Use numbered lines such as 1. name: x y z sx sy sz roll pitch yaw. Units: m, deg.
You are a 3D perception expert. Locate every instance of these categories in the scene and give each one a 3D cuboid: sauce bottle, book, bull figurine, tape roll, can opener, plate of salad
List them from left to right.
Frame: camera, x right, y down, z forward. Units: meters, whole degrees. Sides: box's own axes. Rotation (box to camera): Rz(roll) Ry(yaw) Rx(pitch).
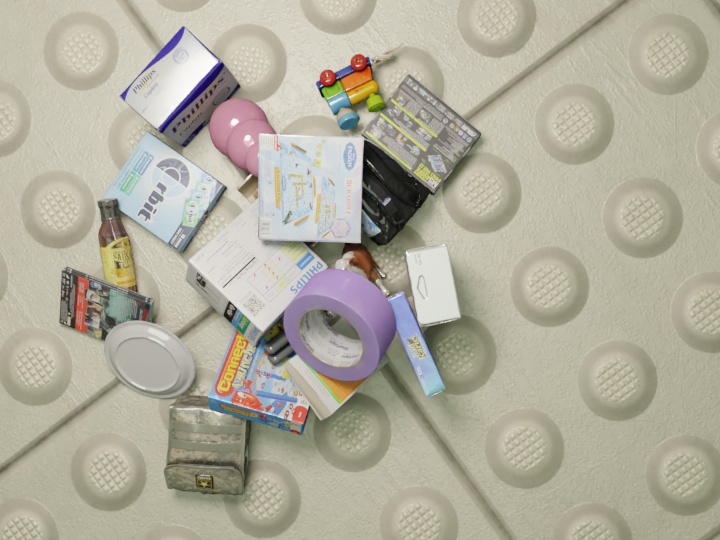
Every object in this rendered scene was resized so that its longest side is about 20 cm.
1. sauce bottle: -0.512 -0.048 1.506 0.065 0.066 0.202 -6 103 2
2. plate of salad: -0.436 0.182 1.507 0.198 0.048 0.202 6 122 9
3. can opener: -0.118 0.114 1.478 0.200 0.066 0.053 -40 126 -30
4. book: -0.045 0.185 1.453 0.134 0.048 0.200 53 48 2
5. tape roll: -0.039 0.103 1.350 0.198 0.085 0.201 15 129 20
6. bull figurine: 0.000 0.000 1.441 0.065 0.200 0.122 -35 105 14

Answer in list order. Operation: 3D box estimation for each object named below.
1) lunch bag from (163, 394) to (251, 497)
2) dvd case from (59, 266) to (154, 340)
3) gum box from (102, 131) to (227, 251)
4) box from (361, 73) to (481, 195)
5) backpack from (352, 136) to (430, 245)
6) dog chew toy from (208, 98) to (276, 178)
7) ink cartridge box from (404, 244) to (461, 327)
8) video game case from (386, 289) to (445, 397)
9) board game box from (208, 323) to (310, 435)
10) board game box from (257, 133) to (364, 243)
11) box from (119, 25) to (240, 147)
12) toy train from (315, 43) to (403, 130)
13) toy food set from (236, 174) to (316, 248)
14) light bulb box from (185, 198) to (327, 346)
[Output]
1. lunch bag: -0.313 0.368 1.491 0.162 0.118 0.202 4 95 -1
2. dvd case: -0.532 0.086 1.511 0.198 0.022 0.147 20 123 4
3. gum box: -0.413 -0.165 1.528 0.199 0.045 0.171 35 92 1
4. box: 0.126 -0.282 1.506 0.200 0.044 0.161 39 92 2
5. backpack: 0.012 -0.172 1.461 0.200 0.153 0.164 45 72 -21
6. dog chew toy: -0.222 -0.258 1.455 0.124 0.125 0.200 -41 58 2
7. ink cartridge box: 0.139 0.028 1.427 0.085 0.200 0.149 -11 90 2
8. video game case: 0.105 0.139 1.439 0.045 0.181 0.201 -24 89 2
9. board game box: -0.182 0.206 1.463 0.194 0.056 0.201 15 55 2
10. board game box: -0.094 -0.156 1.376 0.197 0.041 0.202 2 100 -1
11. box: -0.353 -0.359 1.447 0.105 0.200 0.184 43 92 1
12. toy train: 0.020 -0.377 1.479 0.199 0.085 0.116 -25 77 2
13. toy food set: -0.140 -0.147 1.509 0.143 0.060 0.200 -43 88 2
14. light bulb box: -0.209 0.005 1.447 0.200 0.125 0.198 44 66 2
